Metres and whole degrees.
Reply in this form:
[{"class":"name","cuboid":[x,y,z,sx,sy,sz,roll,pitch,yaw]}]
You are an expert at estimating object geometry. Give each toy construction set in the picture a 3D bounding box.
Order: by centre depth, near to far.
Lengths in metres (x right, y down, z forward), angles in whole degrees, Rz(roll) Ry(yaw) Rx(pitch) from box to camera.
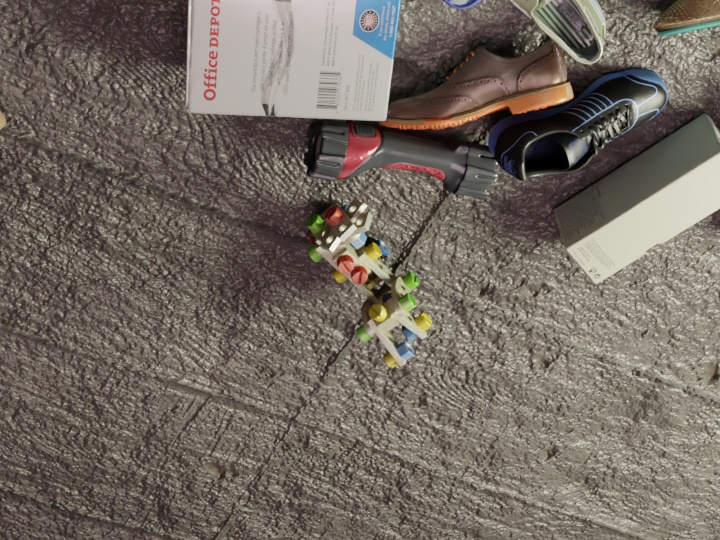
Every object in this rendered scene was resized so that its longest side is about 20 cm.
[{"class":"toy construction set","cuboid":[0.000,0.000,1.522,0.092,0.131,0.200,-22,126,11]}]

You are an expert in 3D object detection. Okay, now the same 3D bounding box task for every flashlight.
[{"class":"flashlight","cuboid":[0.043,-0.114,1.485,0.199,0.068,0.068,10,88,-18]}]

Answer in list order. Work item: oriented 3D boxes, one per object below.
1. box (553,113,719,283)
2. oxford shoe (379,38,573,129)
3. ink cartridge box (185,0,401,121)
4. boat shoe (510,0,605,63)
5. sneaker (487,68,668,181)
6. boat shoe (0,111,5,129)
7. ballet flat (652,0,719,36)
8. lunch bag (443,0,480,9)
[{"class":"box","cuboid":[0.313,-0.077,1.527,0.200,0.082,0.068,-32,123,20]},{"class":"oxford shoe","cuboid":[0.113,-0.189,1.442,0.199,0.071,0.073,-11,99,8]},{"class":"ink cartridge box","cuboid":[-0.069,-0.230,1.368,0.199,0.084,0.145,2,127,-8]},{"class":"boat shoe","cuboid":[0.176,-0.280,1.367,0.200,0.062,0.072,37,116,-27]},{"class":"sneaker","cuboid":[0.234,-0.143,1.452,0.199,0.078,0.070,-22,126,-4]},{"class":"boat shoe","cuboid":[-0.452,-0.117,1.427,0.199,0.071,0.065,-28,124,14]},{"class":"ballet flat","cuboid":[0.386,-0.278,1.400,0.199,0.071,0.066,-9,101,-2]},{"class":"lunch bag","cuboid":[0.114,-0.347,1.272,0.200,0.083,0.161,-38,102,21]}]
